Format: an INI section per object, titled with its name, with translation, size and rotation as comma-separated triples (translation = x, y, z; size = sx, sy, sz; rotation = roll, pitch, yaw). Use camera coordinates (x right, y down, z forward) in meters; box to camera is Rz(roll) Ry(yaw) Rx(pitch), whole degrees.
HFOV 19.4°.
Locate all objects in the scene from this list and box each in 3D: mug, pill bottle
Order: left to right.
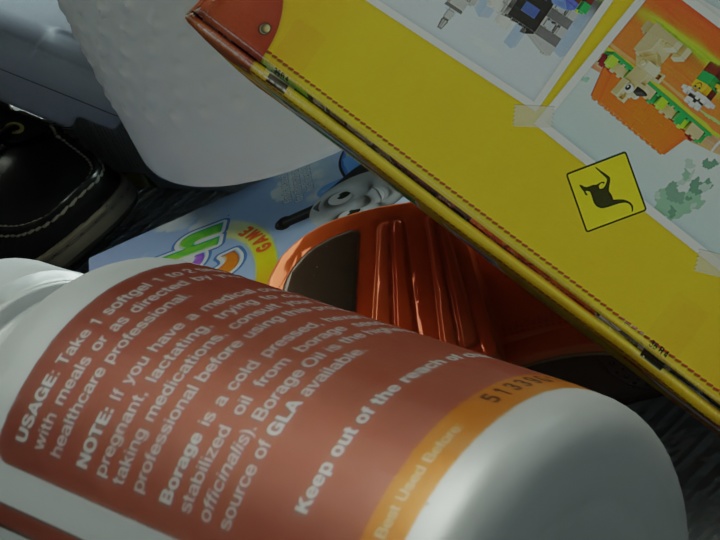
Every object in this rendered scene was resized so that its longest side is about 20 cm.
[mug]
translation = -0.057, -0.154, 0.775
size = 0.147, 0.176, 0.200
rotation = -27, 28, 1
[pill bottle]
translation = -0.029, 0.060, 0.525
size = 0.200, 0.112, 0.112
rotation = 18, 48, 38

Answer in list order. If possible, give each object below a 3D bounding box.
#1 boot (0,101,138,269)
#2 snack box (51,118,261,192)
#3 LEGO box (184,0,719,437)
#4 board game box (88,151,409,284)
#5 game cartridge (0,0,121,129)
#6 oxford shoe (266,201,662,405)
[boot]
translation = -0.185, -0.075, 0.910
size = 0.073, 0.151, 0.200
rotation = -42, 27, -14
[snack box]
translation = -0.025, -0.106, 0.925
size = 0.200, 0.068, 0.169
rotation = 5, 41, 48
[LEGO box]
translation = 0.081, -0.059, 0.547
size = 0.149, 0.200, 0.077
rotation = -52, -17, 1
[board game box]
translation = 0.000, 0.000, 0.741
size = 0.199, 0.037, 0.151
rotation = -25, 26, 5
[game cartridge]
translation = -0.141, -0.141, 0.892
size = 0.133, 0.041, 0.200
rotation = 18, 36, -5
[oxford shoe]
translation = 0.072, 0.008, 0.622
size = 0.199, 0.073, 0.072
rotation = -6, 66, 0
